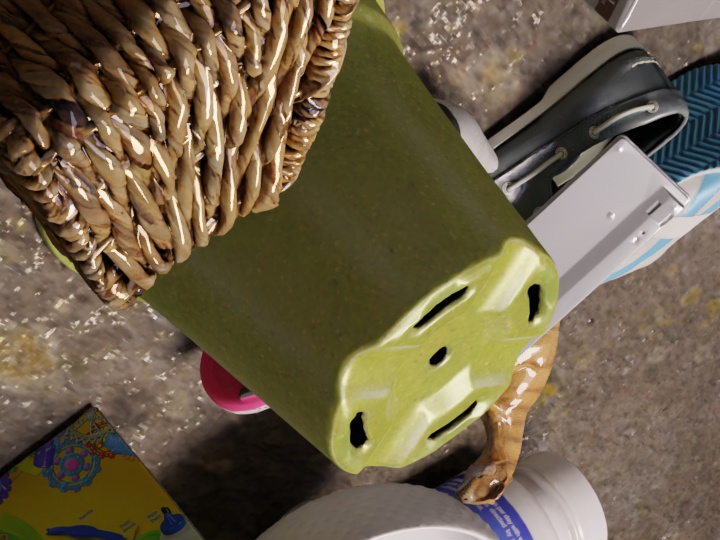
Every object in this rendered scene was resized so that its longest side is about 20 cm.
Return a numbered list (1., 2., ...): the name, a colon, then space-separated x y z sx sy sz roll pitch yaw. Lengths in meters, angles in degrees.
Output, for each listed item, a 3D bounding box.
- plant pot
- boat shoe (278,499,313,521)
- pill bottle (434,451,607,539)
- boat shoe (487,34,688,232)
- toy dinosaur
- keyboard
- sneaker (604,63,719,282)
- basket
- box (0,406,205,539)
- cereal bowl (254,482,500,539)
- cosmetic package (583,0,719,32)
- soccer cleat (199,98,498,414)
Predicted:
1. plant pot: -0.015 -0.017 1.037 0.200 0.184 0.201 -31 149 -21
2. boat shoe: -0.065 0.225 1.419 0.069 0.071 0.201 -17 143 -44
3. pill bottle: 0.064 0.199 1.512 0.199 0.112 0.113 -26 148 -28
4. boat shoe: 0.098 -0.043 1.280 0.200 0.062 0.073 -44 154 0
5. toy dinosaur: 0.092 0.035 1.323 0.201 0.106 0.060 -68 167 16
6. keyboard: 0.092 0.009 1.273 0.200 0.056 0.011 -43 -167 19
7. sneaker: 0.184 -0.057 1.377 0.199 0.077 0.081 -27 157 -18
8. basket: -0.090 -0.106 0.796 0.149 0.200 0.143 -40 151 -8
9. box: -0.149 0.216 1.167 0.199 0.193 0.122 -36 151 -12
10. cereal bowl: -0.008 0.199 1.328 0.199 0.083 0.201 -17 131 -21
11. cosmetic package: 0.187 -0.193 1.174 0.199 0.090 0.107 -8 136 -44
12. soccer cleat: 0.000 0.000 1.201 0.200 0.070 0.086 -50 151 10
